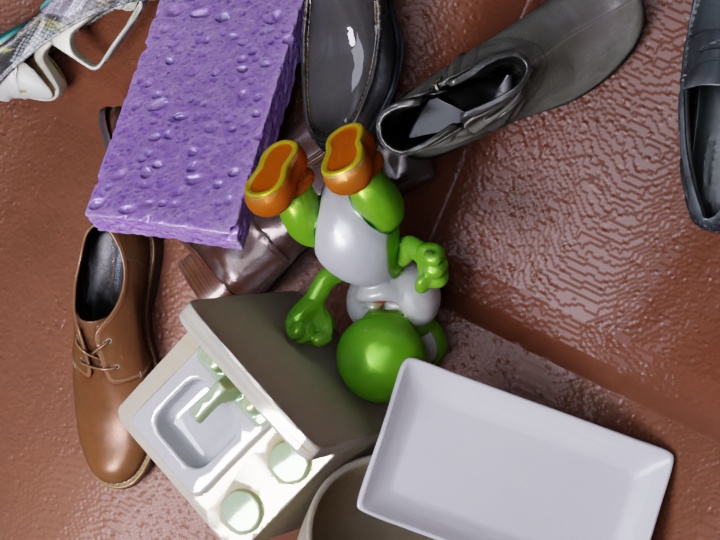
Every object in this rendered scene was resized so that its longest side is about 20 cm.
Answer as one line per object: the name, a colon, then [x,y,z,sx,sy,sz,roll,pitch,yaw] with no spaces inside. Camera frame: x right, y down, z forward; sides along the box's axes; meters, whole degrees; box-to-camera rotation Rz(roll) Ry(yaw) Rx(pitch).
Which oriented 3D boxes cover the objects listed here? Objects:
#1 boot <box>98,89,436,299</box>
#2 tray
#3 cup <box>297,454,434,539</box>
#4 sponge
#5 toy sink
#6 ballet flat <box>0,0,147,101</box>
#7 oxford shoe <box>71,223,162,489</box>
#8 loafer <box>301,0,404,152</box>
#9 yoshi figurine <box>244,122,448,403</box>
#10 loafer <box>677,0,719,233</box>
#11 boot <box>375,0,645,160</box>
boot: [-0.063,-0.091,1.650,0.200,0.064,0.187,-37,79,14]
tray: [0.102,0.139,1.567,0.199,0.022,0.108,21,81,-12]
cup: [0.027,0.242,1.573,0.200,0.200,0.143,43,129,13]
sponge: [-0.107,-0.111,1.626,0.111,0.030,0.201,6,63,21]
toy sink: [-0.071,0.101,1.583,0.130,0.200,0.112,47,105,12]
ballet flat: [-0.220,-0.162,1.701,0.200,0.072,0.072,-34,80,19]
oxford shoe: [-0.182,0.058,1.691,0.071,0.071,0.201,0,93,18]
loafer: [-0.012,-0.178,1.594,0.072,0.072,0.201,-2,74,24]
yoshi figurine: [0.002,0.010,1.560,0.112,0.200,0.112,-39,38,-13]
loafer: [0.240,-0.124,1.532,0.068,0.070,0.202,5,93,19]
boot: [0.103,-0.126,1.534,0.200,0.131,0.068,-31,92,2]
